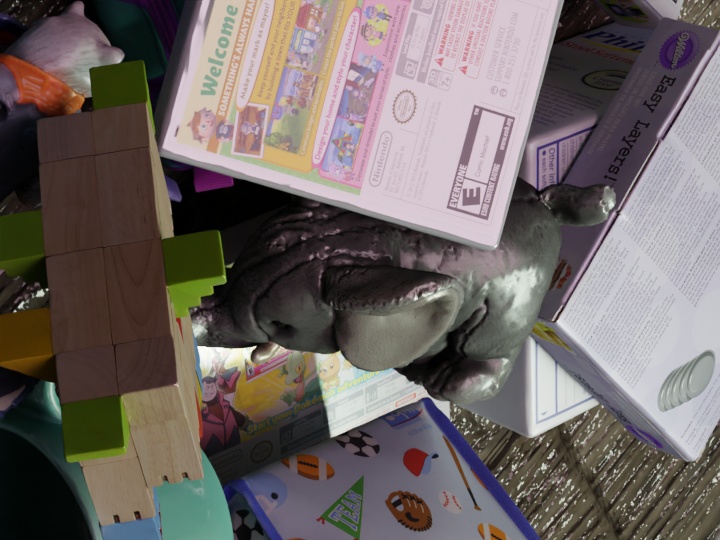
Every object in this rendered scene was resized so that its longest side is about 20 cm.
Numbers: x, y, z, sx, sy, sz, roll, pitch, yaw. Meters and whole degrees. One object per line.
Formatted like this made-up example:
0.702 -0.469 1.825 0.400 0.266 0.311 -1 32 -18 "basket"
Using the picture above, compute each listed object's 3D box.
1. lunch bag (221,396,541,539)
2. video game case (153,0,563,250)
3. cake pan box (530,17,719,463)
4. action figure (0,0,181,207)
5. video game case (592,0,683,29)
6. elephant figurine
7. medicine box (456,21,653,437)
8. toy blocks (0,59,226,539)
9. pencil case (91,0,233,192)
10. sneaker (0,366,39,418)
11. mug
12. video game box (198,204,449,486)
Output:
0.021 0.191 1.355 0.170 0.200 0.124 -23 154 -45 "lunch bag"
0.009 -0.129 1.238 0.181 0.022 0.201 15 89 -22 "video game case"
0.182 -0.018 1.478 0.184 0.052 0.201 41 76 -48 "cake pan box"
-0.164 -0.033 1.218 0.199 0.105 0.194 23 108 -35 "action figure"
0.149 -0.266 1.477 0.181 0.045 0.201 35 70 -49 "video game case"
0.000 0.000 1.317 0.199 0.141 0.156 9 101 -50 "elephant figurine"
0.129 -0.029 1.531 0.199 0.103 0.183 -23 122 -39 "medicine box"
-0.103 0.029 1.162 0.099 0.201 0.137 -9 145 0 "toy blocks"
-0.096 -0.142 1.257 0.093 0.085 0.201 -90 162 -49 "pencil case"
-0.240 0.044 1.144 0.199 0.077 0.086 -10 102 -1 "sneaker"
-0.128 0.125 1.278 0.114 0.152 0.185 -13 147 -48 "mug"
-0.033 0.055 1.440 0.199 0.047 0.183 -23 123 -39 "video game box"
